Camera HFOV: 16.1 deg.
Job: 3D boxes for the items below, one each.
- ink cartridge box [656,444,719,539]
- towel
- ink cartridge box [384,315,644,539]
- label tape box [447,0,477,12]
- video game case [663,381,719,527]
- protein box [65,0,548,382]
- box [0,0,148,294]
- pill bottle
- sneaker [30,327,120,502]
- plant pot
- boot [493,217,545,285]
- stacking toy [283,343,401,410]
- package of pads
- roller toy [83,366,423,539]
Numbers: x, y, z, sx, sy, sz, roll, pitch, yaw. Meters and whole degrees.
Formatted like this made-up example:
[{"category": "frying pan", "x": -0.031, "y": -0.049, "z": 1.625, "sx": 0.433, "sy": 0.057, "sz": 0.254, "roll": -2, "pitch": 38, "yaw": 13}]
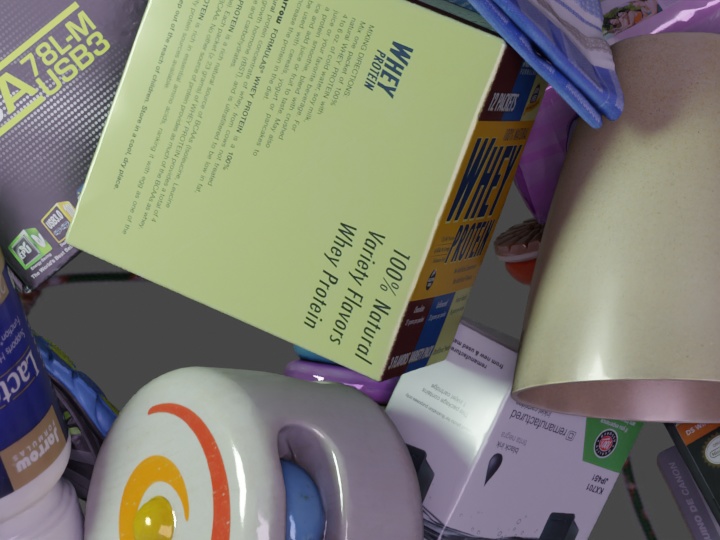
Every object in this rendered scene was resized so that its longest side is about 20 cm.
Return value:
[{"category": "ink cartridge box", "x": 0.302, "y": 0.160, "z": 1.555, "sx": 0.175, "sy": 0.084, "sz": 0.201, "roll": -30, "pitch": 81, "yaw": 40}, {"category": "towel", "x": 0.087, "y": -0.173, "z": 1.405, "sx": 0.024, "sy": 0.200, "sz": 0.147, "roll": -38, "pitch": 116, "yaw": 21}, {"category": "ink cartridge box", "x": 0.069, "y": 0.141, "z": 1.536, "sx": 0.146, "sy": 0.083, "sz": 0.201, "roll": 21, "pitch": 96, "yaw": -49}, {"category": "label tape box", "x": 0.069, "y": -0.246, "z": 1.512, "sx": 0.143, "sy": 0.066, "sz": 0.200, "roll": -28, "pitch": 114, "yaw": -2}, {"category": "video game case", "x": 0.263, "y": 0.044, "z": 1.484, "sx": 0.200, "sy": 0.025, "sz": 0.181, "roll": -33, "pitch": 77, "yaw": 22}, {"category": "protein box", "x": -0.024, "y": -0.071, "z": 1.432, "sx": 0.199, "sy": 0.135, "sz": 0.199, "roll": 23, "pitch": 100, "yaw": 15}, {"category": "box", "x": -0.187, "y": -0.121, "z": 1.533, "sx": 0.200, "sy": 0.048, "sz": 0.193, "roll": -38, "pitch": 102, "yaw": -1}, {"category": "pill bottle", "x": -0.232, "y": 0.078, "z": 1.451, "sx": 0.115, "sy": 0.116, "sz": 0.201, "roll": -19, "pitch": 116, "yaw": -3}, {"category": "sneaker", "x": -0.190, "y": 0.098, "z": 1.544, "sx": 0.083, "sy": 0.071, "sz": 0.200, "roll": -44, "pitch": 100, "yaw": -2}, {"category": "plant pot", "x": 0.179, "y": -0.025, "z": 1.422, "sx": 0.186, "sy": 0.187, "sz": 0.201, "roll": 3, "pitch": 80, "yaw": -6}, {"category": "boot", "x": 0.182, "y": 0.008, "z": 1.575, "sx": 0.199, "sy": 0.075, "sz": 0.108, "roll": -3, "pitch": 105, "yaw": -4}, {"category": "stacking toy", "x": 0.000, "y": 0.000, "z": 1.554, "sx": 0.085, "sy": 0.085, "sz": 0.201, "roll": 6, "pitch": 90, "yaw": -7}, {"category": "package of pads", "x": 0.168, "y": -0.123, "z": 1.533, "sx": 0.199, "sy": 0.076, "sz": 0.121, "roll": -28, "pitch": 138, "yaw": -2}, {"category": "roller toy", "x": -0.069, "y": 0.146, "z": 1.442, "sx": 0.139, "sy": 0.200, "sz": 0.183, "roll": 8, "pitch": 114, "yaw": -37}]
